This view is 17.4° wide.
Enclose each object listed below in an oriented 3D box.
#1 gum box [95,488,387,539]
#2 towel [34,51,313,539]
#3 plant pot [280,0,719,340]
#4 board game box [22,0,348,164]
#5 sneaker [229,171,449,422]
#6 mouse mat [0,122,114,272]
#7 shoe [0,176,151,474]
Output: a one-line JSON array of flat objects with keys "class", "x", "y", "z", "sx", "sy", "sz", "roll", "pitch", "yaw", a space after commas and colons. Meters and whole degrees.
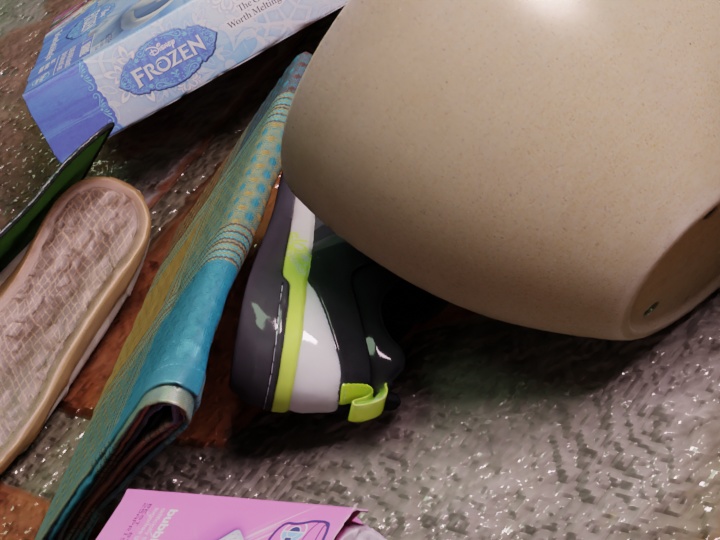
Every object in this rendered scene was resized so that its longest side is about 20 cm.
[{"class": "gum box", "x": -0.070, "y": 0.166, "z": 0.828, "sx": 0.113, "sy": 0.066, "sz": 0.200, "roll": -1, "pitch": 45, "yaw": 39}, {"class": "towel", "x": -0.074, "y": 0.016, "z": 0.993, "sx": 0.147, "sy": 0.022, "sz": 0.200, "roll": -50, "pitch": 15, "yaw": 47}, {"class": "plant pot", "x": 0.088, "y": -0.052, "z": 0.897, "sx": 0.200, "sy": 0.200, "sz": 0.135, "roll": -39, "pitch": 69, "yaw": -10}, {"class": "board game box", "x": -0.069, "y": -0.140, "z": 1.185, "sx": 0.199, "sy": 0.043, "sz": 0.200, "roll": -28, "pitch": 16, "yaw": 5}, {"class": "sneaker", "x": 0.000, "y": 0.000, "z": 1.004, "sx": 0.083, "sy": 0.072, "sz": 0.200, "roll": 11, "pitch": 40, "yaw": 3}, {"class": "mouse mat", "x": -0.191, "y": 0.017, "z": 1.090, "sx": 0.200, "sy": 0.008, "sz": 0.161, "roll": -49, "pitch": 3, "yaw": -21}, {"class": "shoe", "x": -0.162, "y": 0.045, "z": 1.076, "sx": 0.070, "sy": 0.053, "sz": 0.200, "roll": 36, "pitch": 69, "yaw": 8}]
